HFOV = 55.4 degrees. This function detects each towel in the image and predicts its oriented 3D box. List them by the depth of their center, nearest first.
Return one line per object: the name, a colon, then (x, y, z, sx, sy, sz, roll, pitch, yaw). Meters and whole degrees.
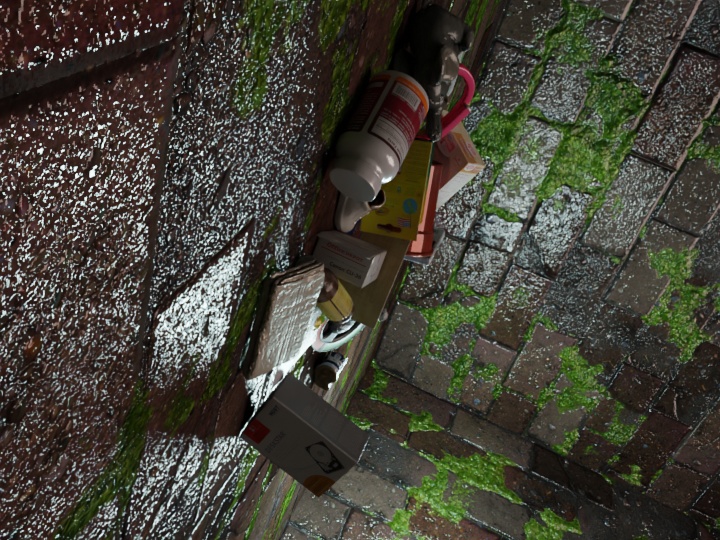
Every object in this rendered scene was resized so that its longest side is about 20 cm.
towel: (-0.126, 0.079, 1.118, 0.132, 0.034, 0.202, -21, 137, -52)

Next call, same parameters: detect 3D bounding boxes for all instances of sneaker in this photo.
sneaker: (0.001, -0.124, 1.333, 0.201, 0.084, 0.073, 104, 11, -63)
sneaker: (-0.081, 0.270, 1.978, 0.109, 0.070, 0.200, -58, 176, -25)

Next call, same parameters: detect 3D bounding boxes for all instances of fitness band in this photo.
fitness band: (0.152, -0.347, 1.439, 0.200, 0.143, 0.038, -41, -137, 18)

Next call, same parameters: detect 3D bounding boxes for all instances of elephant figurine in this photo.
elephant figurine: (0.133, -0.377, 1.281, 0.141, 0.154, 0.202, -31, -141, 64)

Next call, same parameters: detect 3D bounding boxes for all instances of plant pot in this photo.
plant pot: (0.088, -0.156, 1.515, 0.201, 0.198, 0.198, -42, 146, -72)

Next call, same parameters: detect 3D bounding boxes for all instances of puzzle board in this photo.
puzzle board: (0.000, 0.000, 1.440, 0.017, 0.149, 0.202, -10, 123, -83)

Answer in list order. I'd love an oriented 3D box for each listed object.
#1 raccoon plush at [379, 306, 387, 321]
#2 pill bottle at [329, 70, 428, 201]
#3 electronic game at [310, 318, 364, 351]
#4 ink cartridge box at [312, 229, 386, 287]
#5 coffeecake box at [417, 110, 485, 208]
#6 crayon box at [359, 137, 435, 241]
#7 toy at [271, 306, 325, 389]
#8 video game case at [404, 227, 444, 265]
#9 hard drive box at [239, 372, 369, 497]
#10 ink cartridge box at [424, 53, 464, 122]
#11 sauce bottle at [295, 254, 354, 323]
raccoon plush: (0.029, 0.009, 1.719, 0.134, 0.096, 0.202, -52, 134, -44)
pill bottle: (0.027, -0.219, 1.129, 0.113, 0.112, 0.202, 95, 20, -67)
electronic game: (-0.041, 0.117, 1.623, 0.199, 0.042, 0.201, -31, 150, -20)
ink cartridge box: (-0.025, -0.025, 1.327, 0.200, 0.115, 0.068, -21, 134, -78)
coffeecake box: (0.171, -0.247, 1.604, 0.072, 0.155, 0.200, -1, 148, -46)
crayon box: (0.073, -0.171, 1.391, 0.051, 0.125, 0.203, -44, 144, -71)
toy: (-0.127, 0.126, 1.314, 0.200, 0.047, 0.116, -41, 153, -60)
video game case: (0.091, -0.081, 1.653, 0.182, 0.197, 0.024, -53, 157, -60)
hard drive box: (-0.108, 0.317, 1.314, 0.156, 0.199, 0.077, -51, -177, 37)
ink cartridge box: (0.164, -0.442, 1.527, 0.201, 0.082, 0.148, -57, 168, -50)
sauce bottle: (-0.066, 0.033, 1.262, 0.065, 0.064, 0.200, -63, 154, -19)
